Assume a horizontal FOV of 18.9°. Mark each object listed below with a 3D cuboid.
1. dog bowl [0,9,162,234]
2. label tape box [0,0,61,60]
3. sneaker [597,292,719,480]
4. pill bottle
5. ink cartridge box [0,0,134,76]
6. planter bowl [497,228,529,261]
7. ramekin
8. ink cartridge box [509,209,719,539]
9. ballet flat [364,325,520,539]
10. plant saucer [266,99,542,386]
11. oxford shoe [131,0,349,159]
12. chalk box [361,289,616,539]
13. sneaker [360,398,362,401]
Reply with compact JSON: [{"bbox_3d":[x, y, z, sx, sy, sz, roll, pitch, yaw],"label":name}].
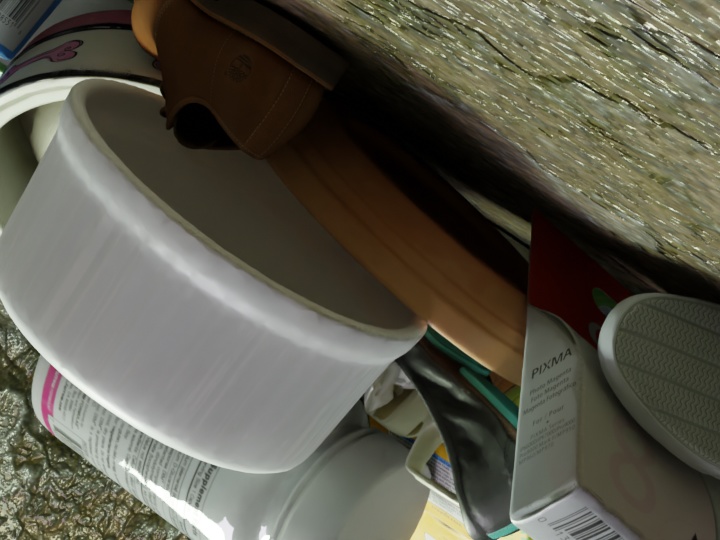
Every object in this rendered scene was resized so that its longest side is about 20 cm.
[{"bbox_3d":[-0.121,-0.061,1.198,0.200,0.074,0.200,7,140,6],"label":"dog bowl"},{"bbox_3d":[-0.263,-0.210,1.146,0.200,0.063,0.144,40,-178,26],"label":"label tape box"},{"bbox_3d":[0.186,0.075,1.004,0.200,0.073,0.071,32,167,-16],"label":"sneaker"},{"bbox_3d":[-0.068,0.088,1.151,0.200,0.113,0.113,33,179,24],"label":"pill bottle"},{"bbox_3d":[-0.189,-0.144,1.342,0.145,0.084,0.200,32,178,-2],"label":"ink cartridge box"},{"bbox_3d":[0.031,0.025,1.381,0.200,0.135,0.200,32,178,1],"label":"planter bowl"},{"bbox_3d":[-0.076,0.006,1.025,0.200,0.098,0.200,33,-165,-10],"label":"ramekin"},{"bbox_3d":[0.142,0.075,1.033,0.057,0.200,0.163,-27,126,37],"label":"ink cartridge box"},{"bbox_3d":[0.039,0.064,1.078,0.068,0.068,0.200,37,-168,-33],"label":"ballet flat"},{"bbox_3d":[0.031,-0.021,1.094,0.200,0.037,0.200,42,-170,-9],"label":"plant saucer"},{"bbox_3d":[-0.076,-0.096,1.034,0.071,0.071,0.200,31,180,-25],"label":"oxford shoe"},{"bbox_3d":[0.118,0.086,1.201,0.124,0.200,0.124,28,142,39],"label":"chalk box"},{"bbox_3d":[0.000,0.000,1.234,0.078,0.200,0.075,14,147,-35],"label":"sneaker"}]
